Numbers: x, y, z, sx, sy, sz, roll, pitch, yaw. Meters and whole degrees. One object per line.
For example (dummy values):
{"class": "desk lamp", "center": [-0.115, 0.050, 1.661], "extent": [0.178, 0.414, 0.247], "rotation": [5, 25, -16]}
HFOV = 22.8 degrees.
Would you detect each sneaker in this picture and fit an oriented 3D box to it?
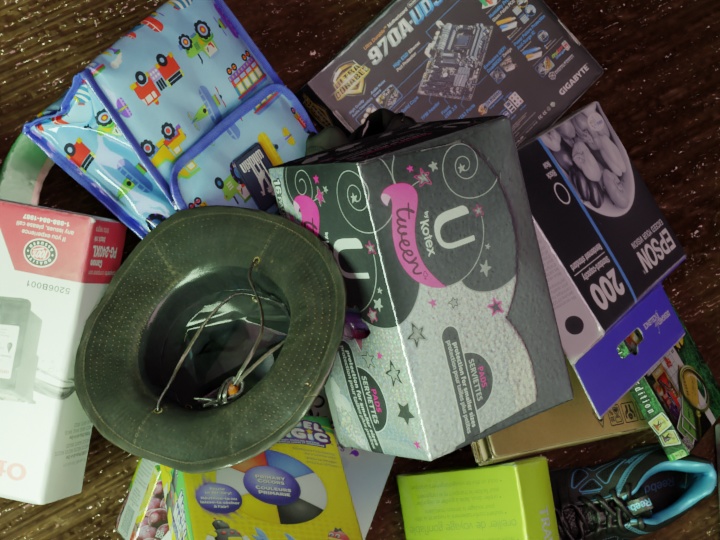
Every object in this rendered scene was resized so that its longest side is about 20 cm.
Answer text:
{"class": "sneaker", "center": [0.040, -0.075, 1.302], "extent": [0.200, 0.076, 0.091], "rotation": [-8, 84, -46]}
{"class": "sneaker", "center": [0.182, 0.181, 1.381], "extent": [0.200, 0.082, 0.073], "rotation": [-21, 91, -17]}

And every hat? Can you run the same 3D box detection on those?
{"class": "hat", "center": [-0.083, 0.054, 1.167], "extent": [0.081, 0.200, 0.201], "rotation": [43, 67, -52]}

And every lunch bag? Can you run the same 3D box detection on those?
{"class": "lunch bag", "center": [-0.109, -0.080, 1.260], "extent": [0.200, 0.094, 0.151], "rotation": [49, 47, -8]}

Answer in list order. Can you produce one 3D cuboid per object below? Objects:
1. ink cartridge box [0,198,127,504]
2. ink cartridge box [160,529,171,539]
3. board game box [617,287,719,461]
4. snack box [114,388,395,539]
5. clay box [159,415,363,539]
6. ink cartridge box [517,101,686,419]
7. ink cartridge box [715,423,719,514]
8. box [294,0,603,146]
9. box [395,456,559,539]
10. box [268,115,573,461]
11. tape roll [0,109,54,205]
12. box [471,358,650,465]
{"class": "ink cartridge box", "center": [-0.255, 0.051, 1.226], "extent": [0.145, 0.083, 0.200], "rotation": [10, 91, 8]}
{"class": "ink cartridge box", "center": [-0.102, 0.283, 1.218], "extent": [0.084, 0.200, 0.146], "rotation": [34, 79, 37]}
{"class": "board game box", "center": [0.218, 0.042, 1.403], "extent": [0.200, 0.023, 0.105], "rotation": [59, 33, -3]}
{"class": "snack box", "center": [-0.064, 0.125, 1.297], "extent": [0.169, 0.068, 0.200], "rotation": [20, 87, -21]}
{"class": "clay box", "center": [-0.066, 0.151, 1.161], "extent": [0.115, 0.200, 0.048], "rotation": [7, 123, -18]}
{"class": "ink cartridge box", "center": [0.178, -0.014, 1.334], "extent": [0.200, 0.043, 0.198], "rotation": [60, 33, -2]}
{"class": "ink cartridge box", "center": [0.349, 0.214, 1.393], "extent": [0.086, 0.148, 0.200], "rotation": [2, 82, -16]}
{"class": "box", "center": [0.072, -0.148, 1.408], "extent": [0.159, 0.046, 0.200], "rotation": [47, 73, -8]}
{"class": "box", "center": [0.096, 0.244, 1.325], "extent": [0.048, 0.122, 0.200], "rotation": [-4, 84, -48]}
{"class": "box", "center": [0.041, 0.010, 1.182], "extent": [0.132, 0.115, 0.200], "rotation": [-20, 100, -32]}
{"class": "tape roll", "center": [-0.172, -0.037, 1.321], "extent": [0.200, 0.048, 0.201], "rotation": [2, 83, -17]}
{"class": "box", "center": [0.139, 0.054, 1.359], "extent": [0.200, 0.021, 0.164], "rotation": [-5, 75, -44]}
